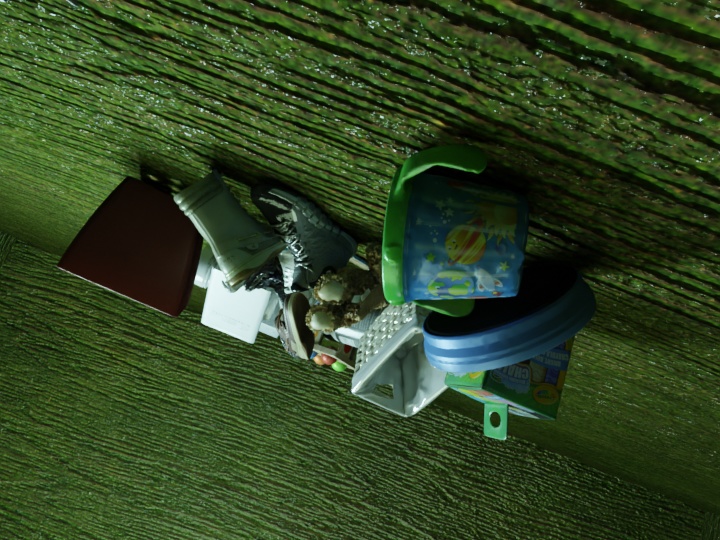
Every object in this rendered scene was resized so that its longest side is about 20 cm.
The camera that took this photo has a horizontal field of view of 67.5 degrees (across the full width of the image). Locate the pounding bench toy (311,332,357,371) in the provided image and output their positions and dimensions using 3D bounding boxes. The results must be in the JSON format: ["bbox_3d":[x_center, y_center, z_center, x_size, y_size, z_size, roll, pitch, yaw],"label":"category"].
[{"bbox_3d":[-0.046,0.157,1.278,0.122,0.159,0.200,12,163,29],"label":"pounding bench toy"}]

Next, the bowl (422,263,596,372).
[{"bbox_3d":[0.160,0.047,0.611,0.199,0.198,0.040,-8,108,61],"label":"bowl"}]

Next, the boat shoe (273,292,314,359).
[{"bbox_3d":[-0.134,0.107,1.030,0.070,0.073,0.201,9,149,9],"label":"boat shoe"}]

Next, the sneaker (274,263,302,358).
[{"bbox_3d":[-0.139,0.086,1.156,0.072,0.205,0.080,-10,173,1],"label":"sneaker"}]

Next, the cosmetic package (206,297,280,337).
[{"bbox_3d":[-0.276,0.075,1.383,0.196,0.125,0.200,24,166,-7],"label":"cosmetic package"}]

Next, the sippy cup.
[{"bbox_3d":[0.096,-0.030,0.530,0.127,0.143,0.178,5,173,13],"label":"sippy cup"}]

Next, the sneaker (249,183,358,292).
[{"bbox_3d":[-0.090,-0.032,0.778,0.199,0.118,0.074,33,161,-36],"label":"sneaker"}]

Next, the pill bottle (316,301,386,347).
[{"bbox_3d":[0.007,0.100,1.095,0.196,0.116,0.114,14,163,26],"label":"pill bottle"}]

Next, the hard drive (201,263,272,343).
[{"bbox_3d":[-0.271,0.073,1.171,0.130,0.026,0.201,23,135,-5],"label":"hard drive"}]

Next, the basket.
[{"bbox_3d":[0.087,0.131,0.916,0.134,0.125,0.201,27,125,-20],"label":"basket"}]

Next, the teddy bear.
[{"bbox_3d":[-0.007,0.029,0.823,0.066,0.198,0.147,32,138,34],"label":"teddy bear"}]

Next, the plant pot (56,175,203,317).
[{"bbox_3d":[-0.368,-0.049,0.945,0.197,0.179,0.200,26,177,-13],"label":"plant pot"}]

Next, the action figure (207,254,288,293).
[{"bbox_3d":[-0.207,-0.021,0.916,0.118,0.102,0.202,31,158,52],"label":"action figure"}]

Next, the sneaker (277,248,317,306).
[{"bbox_3d":[-0.109,0.007,1.003,0.075,0.082,0.200,17,163,21],"label":"sneaker"}]

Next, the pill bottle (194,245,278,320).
[{"bbox_3d":[-0.277,0.025,1.227,0.197,0.116,0.114,24,165,-8],"label":"pill bottle"}]

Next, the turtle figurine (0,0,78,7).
[{"bbox_3d":[-0.376,-0.278,0.426,0.144,0.198,0.196,44,160,44],"label":"turtle figurine"}]

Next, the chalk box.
[{"bbox_3d":[0.207,0.133,0.766,0.122,0.204,0.125,24,164,-12],"label":"chalk box"}]

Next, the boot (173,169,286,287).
[{"bbox_3d":[-0.182,-0.078,0.807,0.071,0.200,0.156,-32,99,22],"label":"boot"}]

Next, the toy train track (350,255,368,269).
[{"bbox_3d":[0.000,0.000,0.921,0.198,0.033,0.114,29,163,-21],"label":"toy train track"}]
